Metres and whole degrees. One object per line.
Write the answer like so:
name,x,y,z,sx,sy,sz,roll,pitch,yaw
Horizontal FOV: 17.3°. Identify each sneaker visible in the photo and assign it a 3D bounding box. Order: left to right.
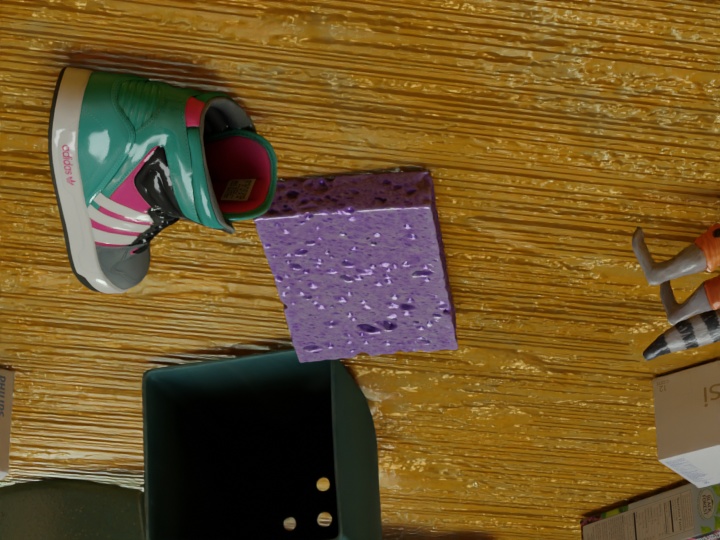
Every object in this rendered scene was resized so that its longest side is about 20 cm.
sneaker,-0.109,-0.046,1.394,0.121,0.084,0.200,7,151,6

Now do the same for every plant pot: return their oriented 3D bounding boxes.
plant pot,-0.216,0.274,1.875,0.200,0.196,0.196,-23,145,21
plant pot,-0.056,0.158,1.715,0.141,0.141,0.200,-8,158,14

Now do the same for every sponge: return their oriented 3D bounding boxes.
sponge,0.000,0.000,1.530,0.112,0.030,0.200,-4,152,6

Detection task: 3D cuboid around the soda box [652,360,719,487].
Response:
soda box,0.308,0.091,1.668,0.200,0.068,0.064,-18,147,29

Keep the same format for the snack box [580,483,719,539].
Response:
snack box,0.297,0.235,1.950,0.142,0.053,0.200,-23,145,37

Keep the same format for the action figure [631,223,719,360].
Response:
action figure,0.282,0.021,1.507,0.193,0.105,0.200,1,151,17

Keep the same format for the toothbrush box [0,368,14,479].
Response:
toothbrush box,-0.365,0.111,1.666,0.200,0.086,0.146,18,146,-29
